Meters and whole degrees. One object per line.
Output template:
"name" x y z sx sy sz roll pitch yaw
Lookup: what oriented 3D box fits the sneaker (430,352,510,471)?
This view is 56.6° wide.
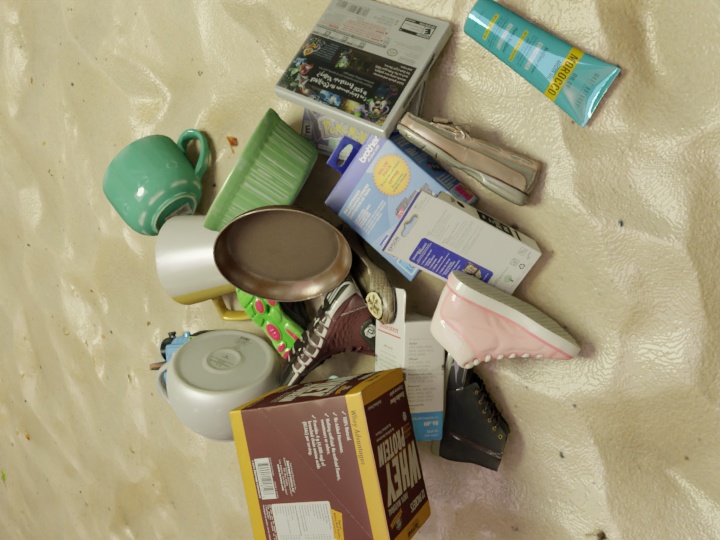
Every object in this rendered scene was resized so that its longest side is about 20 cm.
"sneaker" 0.167 0.177 0.945 0.104 0.075 0.206 12 107 18

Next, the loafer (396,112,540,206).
"loafer" 0.143 -0.159 0.877 0.197 0.072 0.064 31 98 -1

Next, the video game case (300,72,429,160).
"video game case" 0.002 -0.252 0.989 0.196 0.023 0.187 20 109 28

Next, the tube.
"tube" 0.221 -0.269 0.840 0.199 0.050 0.078 39 124 15

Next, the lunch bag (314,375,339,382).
"lunch bag" -0.038 0.253 1.030 0.162 0.076 0.201 58 152 14

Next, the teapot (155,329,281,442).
"teapot" -0.220 0.201 1.076 0.201 0.192 0.150 -128 35 -52

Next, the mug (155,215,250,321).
"mug" -0.229 -0.018 1.131 0.149 0.187 0.153 -7 63 23

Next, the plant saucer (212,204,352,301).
"plant saucer" -0.109 -0.027 0.946 0.198 0.198 0.033 -32 43 31

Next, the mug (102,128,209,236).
"mug" -0.340 -0.147 1.146 0.115 0.151 0.186 47 120 16

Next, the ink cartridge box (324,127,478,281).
"ink cartridge box" 0.044 -0.107 0.937 0.199 0.076 0.137 42 115 9

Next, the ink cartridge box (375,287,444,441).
"ink cartridge box" 0.068 0.126 0.949 0.115 0.065 0.206 -170 81 -72

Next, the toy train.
"toy train" -0.300 0.168 1.223 0.196 0.086 0.118 -6 87 34

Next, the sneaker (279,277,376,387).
"sneaker" -0.034 0.122 1.020 0.114 0.076 0.202 31 102 -18

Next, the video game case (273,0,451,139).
"video game case" 0.001 -0.289 0.925 0.197 0.023 0.184 26 78 26

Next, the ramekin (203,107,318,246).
"ramekin" -0.145 -0.128 1.002 0.096 0.202 0.202 30 118 -11

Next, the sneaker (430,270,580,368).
"sneaker" 0.181 0.089 0.875 0.196 0.076 0.106 26 106 -7

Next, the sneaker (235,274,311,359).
"sneaker" -0.136 0.056 1.072 0.075 0.084 0.203 -23 109 12

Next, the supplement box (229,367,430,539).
"supplement box" -0.037 0.249 0.863 0.195 0.132 0.203 -13 89 26

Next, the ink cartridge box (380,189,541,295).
"ink cartridge box" 0.130 -0.033 0.872 0.196 0.040 0.100 25 118 -20

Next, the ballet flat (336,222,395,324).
"ballet flat" 0.000 0.000 0.970 0.202 0.045 0.068 -115 35 -41
